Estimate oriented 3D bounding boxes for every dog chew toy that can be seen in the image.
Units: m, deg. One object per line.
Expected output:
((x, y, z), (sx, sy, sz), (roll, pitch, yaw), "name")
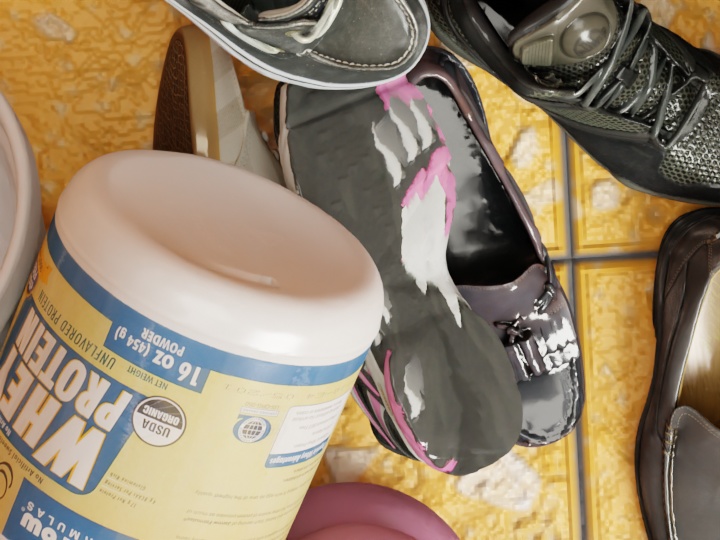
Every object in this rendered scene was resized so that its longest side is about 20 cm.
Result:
((-0.002, 0.164, 1.276), (0.124, 0.200, 0.125), (0, 94, -2), "dog chew toy")

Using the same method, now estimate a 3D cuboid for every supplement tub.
((-0.088, 0.065, 1.214), (0.144, 0.145, 0.201), (22, 112, -4), "supplement tub")

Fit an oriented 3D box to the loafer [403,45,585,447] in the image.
((0.053, -0.007, 1.329), (0.072, 0.063, 0.201), (-21, 96, -2), "loafer")

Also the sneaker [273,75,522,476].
((0.000, 0.000, 1.299), (0.080, 0.086, 0.201), (-16, 90, -27), "sneaker")

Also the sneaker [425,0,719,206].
((0.118, -0.087, 1.300), (0.199, 0.114, 0.076), (34, 94, -9), "sneaker")

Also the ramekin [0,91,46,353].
((-0.231, -0.004, 1.267), (0.199, 0.105, 0.201), (-3, 67, 7), "ramekin")

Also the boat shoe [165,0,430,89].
((-0.039, -0.120, 1.195), (0.199, 0.071, 0.072), (19, 94, -39), "boat shoe")

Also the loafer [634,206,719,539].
((0.167, 0.073, 1.337), (0.072, 0.072, 0.201), (-5, 97, -2), "loafer")

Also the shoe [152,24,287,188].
((-0.059, -0.015, 1.326), (0.053, 0.070, 0.201), (-7, 92, -22), "shoe")
